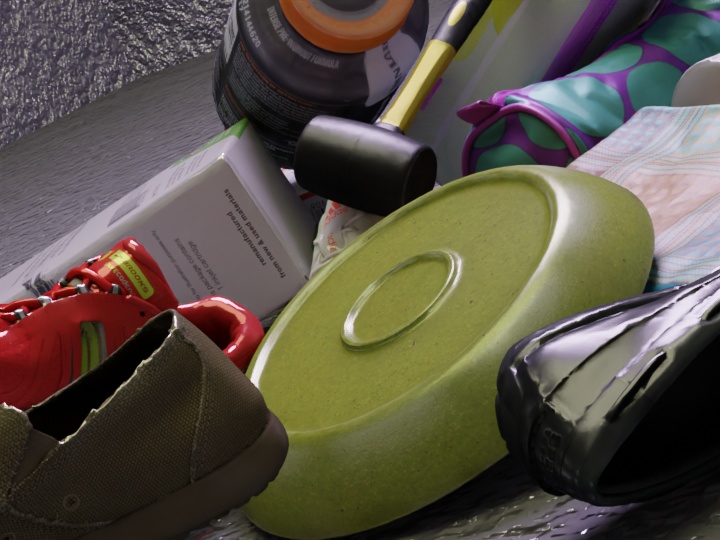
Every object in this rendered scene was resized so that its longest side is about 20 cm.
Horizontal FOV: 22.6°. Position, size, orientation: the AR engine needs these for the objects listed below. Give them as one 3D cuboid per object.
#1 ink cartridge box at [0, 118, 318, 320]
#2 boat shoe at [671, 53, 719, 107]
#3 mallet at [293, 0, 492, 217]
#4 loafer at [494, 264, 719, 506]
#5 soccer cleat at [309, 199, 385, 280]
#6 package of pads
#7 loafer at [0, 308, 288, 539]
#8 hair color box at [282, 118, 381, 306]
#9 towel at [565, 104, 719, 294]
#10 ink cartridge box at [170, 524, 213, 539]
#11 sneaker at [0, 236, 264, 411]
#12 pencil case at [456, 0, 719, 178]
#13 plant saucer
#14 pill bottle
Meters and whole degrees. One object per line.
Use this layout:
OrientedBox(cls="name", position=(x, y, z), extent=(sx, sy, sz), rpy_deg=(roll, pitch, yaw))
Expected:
OrientedBox(cls="ink cartridge box", position=(-0.126, 0.013, 0.973), extent=(0.199, 0.084, 0.146), rpy_deg=(-33, 10, 8))
OrientedBox(cls="boat shoe", position=(0.219, -0.091, 0.842), extent=(0.068, 0.072, 0.200), rpy_deg=(-26, -2, -23))
OrientedBox(cls="mallet", position=(0.029, -0.109, 0.910), extent=(0.065, 0.041, 0.201), rpy_deg=(11, 55, 19))
OrientedBox(cls="loafer", position=(0.140, 0.022, 0.578), extent=(0.200, 0.068, 0.070), rpy_deg=(-24, 30, -14))
OrientedBox(cls="soccer cleat", position=(0.000, 0.000, 0.886), extent=(0.069, 0.078, 0.200), rpy_deg=(-19, 13, 18))
OrientedBox(cls="package of pads", position=(0.120, -0.144, 1.040), extent=(0.154, 0.068, 0.200), rpy_deg=(-19, -33, -56))
OrientedBox(cls="loafer", position=(-0.121, 0.074, 0.570), extent=(0.199, 0.068, 0.076), rpy_deg=(-27, 13, -21))
OrientedBox(cls="hair color box", position=(-0.018, -0.043, 1.146), extent=(0.110, 0.064, 0.200), rpy_deg=(-23, 13, -2))
OrientedBox(cls="towel", position=(0.137, -0.031, 0.729), extent=(0.146, 0.022, 0.200), rpy_deg=(-36, 21, -27))
OrientedBox(cls="ink cartridge box", position=(-0.143, 0.144, 0.594), extent=(0.199, 0.051, 0.109), rpy_deg=(-27, 12, -24))
OrientedBox(cls="sneaker", position=(-0.118, 0.022, 0.726), extent=(0.199, 0.085, 0.077), rpy_deg=(15, 20, -50))
OrientedBox(cls="pencil case", position=(0.141, -0.087, 0.963), extent=(0.200, 0.093, 0.085), rpy_deg=(-35, 7, -39))
OrientedBox(cls="plant saucer", position=(0.022, 0.021, 0.711), extent=(0.199, 0.031, 0.200), rpy_deg=(-31, 24, 15))
OrientedBox(cls="pill bottle", position=(-0.022, -0.130, 1.001), extent=(0.106, 0.107, 0.200), rpy_deg=(-26, -6, -14))
